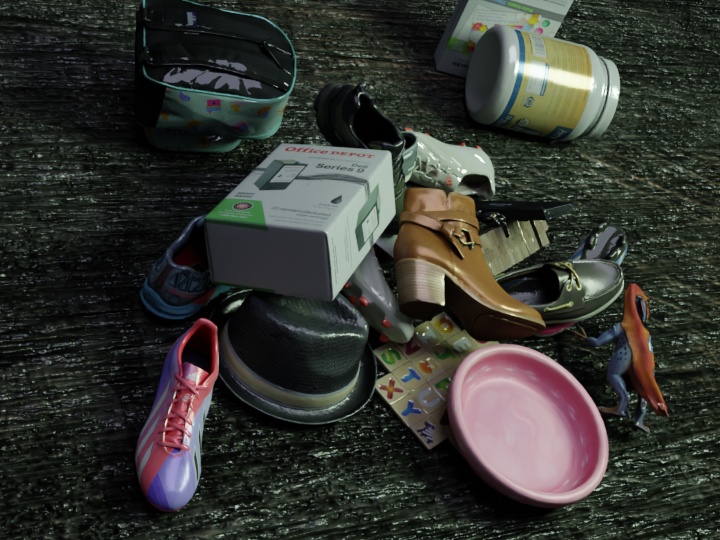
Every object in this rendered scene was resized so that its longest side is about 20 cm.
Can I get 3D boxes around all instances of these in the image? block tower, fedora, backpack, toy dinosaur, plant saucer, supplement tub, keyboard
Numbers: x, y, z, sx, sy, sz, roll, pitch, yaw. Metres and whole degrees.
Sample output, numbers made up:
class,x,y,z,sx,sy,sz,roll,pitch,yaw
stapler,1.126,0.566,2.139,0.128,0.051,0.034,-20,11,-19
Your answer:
class,x,y,z,sx,sy,sz,roll,pitch,yaw
block tower,0.172,-0.030,1.420,0.199,0.057,0.055,-27,96,-50
fedora,-0.064,0.069,1.208,0.198,0.092,0.203,14,45,-14
backpack,-0.183,-0.239,1.399,0.197,0.154,0.178,1,50,-13
toy dinosaur,0.342,0.099,1.356,0.104,0.199,0.184,24,72,-25
plant saucer,0.181,0.178,1.254,0.198,0.051,0.203,15,47,-17
supplement tub,0.270,-0.275,1.671,0.197,0.146,0.146,9,45,-18
keyboard,0.163,-0.072,1.421,0.126,0.021,0.198,-14,12,-42

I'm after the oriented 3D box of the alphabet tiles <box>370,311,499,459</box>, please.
class,x,y,z,sx,sy,sz,roll,pitch,yaw
alphabet tiles,0.110,0.130,1.304,0.199,0.006,0.167,-25,63,-41

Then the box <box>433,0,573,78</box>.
class,x,y,z,sx,sy,sz,roll,pitch,yaw
box,0.218,-0.375,1.698,0.154,0.201,0.042,12,45,-16

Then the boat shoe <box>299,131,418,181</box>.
class,x,y,z,sx,sy,sz,roll,pitch,yaw
boat shoe,-0.015,-0.144,1.386,0.197,0.062,0.073,-4,52,-29

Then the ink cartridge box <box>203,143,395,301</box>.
class,x,y,z,sx,sy,sz,roll,pitch,yaw
ink cartridge box,-0.061,-0.060,1.219,0.144,0.085,0.200,7,32,20

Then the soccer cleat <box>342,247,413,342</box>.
class,x,y,z,sx,sy,sz,roll,pitch,yaw
soccer cleat,0.000,0.000,1.310,0.077,0.070,0.200,-37,68,-22

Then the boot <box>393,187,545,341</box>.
class,x,y,z,sx,sy,sz,roll,pitch,yaw
boot,0.127,-0.007,1.302,0.197,0.077,0.157,13,59,-17

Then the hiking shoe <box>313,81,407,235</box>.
class,x,y,z,sx,sy,sz,roll,pitch,yaw
hiking shoe,0.016,-0.125,1.308,0.075,0.100,0.202,-37,112,-20

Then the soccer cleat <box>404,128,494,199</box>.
class,x,y,z,sx,sy,sz,roll,pitch,yaw
soccer cleat,0.099,-0.140,1.515,0.197,0.070,0.078,5,50,-27

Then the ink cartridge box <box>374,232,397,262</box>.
class,x,y,z,sx,sy,sz,roll,pitch,yaw
ink cartridge box,0.014,-0.063,1.409,0.200,0.051,0.109,43,44,14

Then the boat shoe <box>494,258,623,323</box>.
class,x,y,z,sx,sy,sz,roll,pitch,yaw
boat shoe,0.234,0.025,1.367,0.198,0.061,0.072,-16,61,-9

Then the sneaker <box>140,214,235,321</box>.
class,x,y,z,sx,sy,sz,roll,pitch,yaw
sneaker,-0.157,-0.023,1.247,0.079,0.096,0.200,36,43,9

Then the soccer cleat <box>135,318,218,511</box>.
class,x,y,z,sx,sy,sz,roll,pitch,yaw
soccer cleat,-0.175,0.138,1.098,0.066,0.077,0.202,17,43,-11

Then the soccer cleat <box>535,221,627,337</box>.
class,x,y,z,sx,sy,sz,roll,pitch,yaw
soccer cleat,0.280,0.025,1.453,0.070,0.087,0.200,37,67,19
